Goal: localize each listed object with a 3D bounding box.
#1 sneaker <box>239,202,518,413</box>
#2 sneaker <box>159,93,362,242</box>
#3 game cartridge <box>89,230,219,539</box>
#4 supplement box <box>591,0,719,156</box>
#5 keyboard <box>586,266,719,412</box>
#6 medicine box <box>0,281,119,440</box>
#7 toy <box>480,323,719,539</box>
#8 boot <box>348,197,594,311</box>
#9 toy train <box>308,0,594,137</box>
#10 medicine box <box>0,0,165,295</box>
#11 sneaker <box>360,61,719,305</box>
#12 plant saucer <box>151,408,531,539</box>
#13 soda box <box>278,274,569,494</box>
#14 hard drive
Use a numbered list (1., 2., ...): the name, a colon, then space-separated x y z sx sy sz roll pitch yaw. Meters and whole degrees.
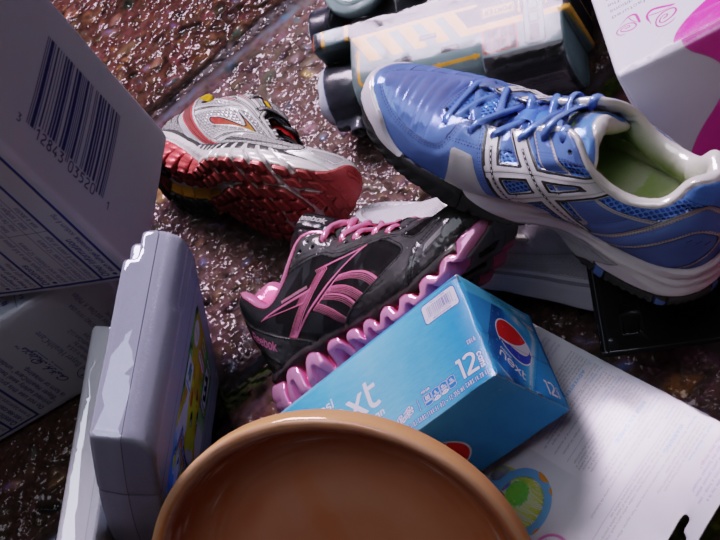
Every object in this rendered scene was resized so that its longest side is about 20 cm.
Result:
1. sneaker: 0.000 0.000 0.737 0.200 0.079 0.096 -39 75 35
2. sneaker: -0.069 -0.078 0.860 0.199 0.078 0.082 19 65 46
3. game cartridge: -0.108 0.085 0.728 0.040 0.200 0.134 8 62 4
4. supplement box: 0.186 -0.141 0.723 0.101 0.104 0.201 -25 33 18
5. keyboard: 0.218 0.015 0.668 0.198 0.021 0.128 -9 91 14
6. medicine box: -0.250 0.002 0.901 0.199 0.103 0.183 -30 53 8
7. toy: 0.101 0.100 0.700 0.199 0.047 0.116 30 84 42
8. boot: 0.078 -0.041 0.753 0.198 0.096 0.074 8 28 24
9. toy train: 0.057 -0.153 0.854 0.198 0.085 0.115 -11 67 21
10. medicine box: -0.244 -0.071 0.752 0.198 0.182 0.104 -7 59 22
11. sneaker: 0.092 -0.062 0.645 0.199 0.077 0.076 25 57 15
12. plant saucer: -0.006 0.156 0.658 0.199 0.202 0.037 -14 16 19
13. soda box: 0.006 0.093 0.700 0.200 0.068 0.064 -39 49 24
14. hard drive: -0.143 0.151 0.743 0.026 0.132 0.201 3 61 2
